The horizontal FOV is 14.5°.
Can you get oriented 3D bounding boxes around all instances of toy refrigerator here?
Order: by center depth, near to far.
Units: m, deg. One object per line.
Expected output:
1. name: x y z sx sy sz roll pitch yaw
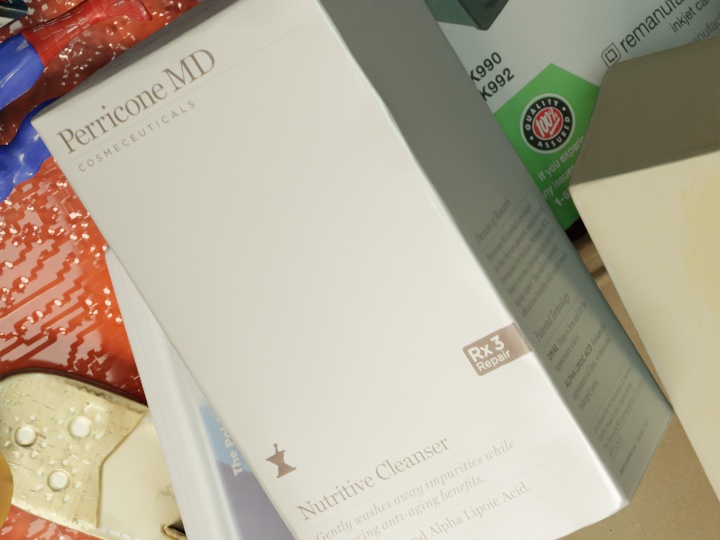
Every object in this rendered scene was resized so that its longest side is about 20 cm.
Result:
1. toy refrigerator: 0.145 0.023 0.946 0.070 0.076 0.200 -13 120 26

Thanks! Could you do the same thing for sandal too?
1. sandal: -0.039 0.086 1.024 0.212 0.070 0.078 15 92 -11

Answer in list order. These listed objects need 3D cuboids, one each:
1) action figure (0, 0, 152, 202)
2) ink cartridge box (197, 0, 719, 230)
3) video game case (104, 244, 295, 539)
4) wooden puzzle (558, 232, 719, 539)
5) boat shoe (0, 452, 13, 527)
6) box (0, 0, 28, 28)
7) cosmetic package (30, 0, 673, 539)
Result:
1. action figure: -0.146 -0.018 0.981 0.200 0.099 0.065 -31 129 -4
2. ink cartridge box: 0.027 -0.116 0.986 0.146 0.084 0.200 -43 100 -29
3. video game case: 0.013 0.063 1.007 0.182 0.023 0.200 -19 95 -38
4. wooden puzzle: 0.104 0.078 1.041 0.200 0.037 0.185 -30 100 -33
5. boat shoe: -0.221 0.058 0.974 0.200 0.070 0.070 11 102 -28
6. box: -0.229 -0.096 0.945 0.200 0.038 0.137 -30 86 12
7. cosmetic package: 0.000 0.000 0.909 0.113 0.081 0.200 -30 100 25
